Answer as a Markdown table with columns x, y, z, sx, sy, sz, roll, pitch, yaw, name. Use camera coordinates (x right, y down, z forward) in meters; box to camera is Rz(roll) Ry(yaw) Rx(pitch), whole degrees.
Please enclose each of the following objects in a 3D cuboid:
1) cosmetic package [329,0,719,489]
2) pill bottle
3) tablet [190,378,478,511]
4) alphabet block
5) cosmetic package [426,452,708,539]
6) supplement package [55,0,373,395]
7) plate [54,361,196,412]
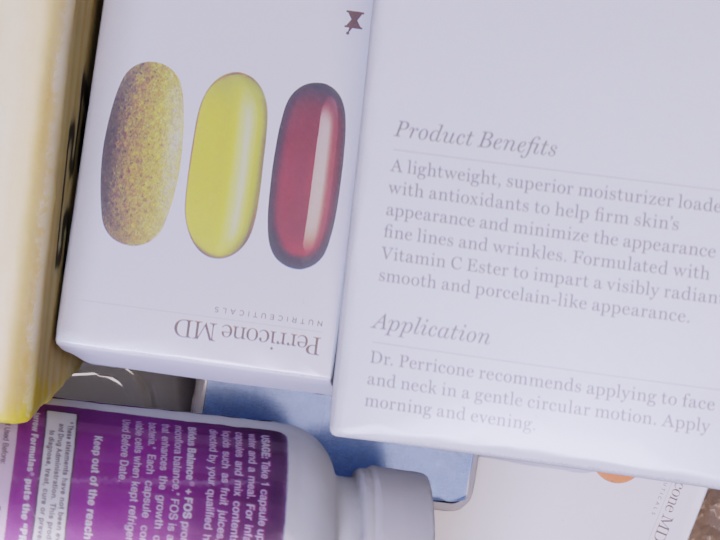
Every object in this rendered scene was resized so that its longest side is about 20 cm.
| x | y | z | sx | sy | sz | roll | pitch | yaw | name |
| --- | --- | --- | --- | --- | --- | --- | --- | --- | --- |
| 0.091 | -0.030 | 1.037 | 0.164 | 0.165 | 0.200 | 8 | 95 | 11 | cosmetic package |
| -0.074 | 0.114 | 1.077 | 0.200 | 0.112 | 0.113 | 7 | 95 | -8 | pill bottle |
| 0.000 | 0.000 | 1.138 | 0.130 | 0.014 | 0.200 | 8 | 94 | -12 | tablet |
| -0.201 | -0.059 | 1.037 | 0.195 | 0.196 | 0.200 | 8 | 95 | 2 | alphabet block |
| 0.057 | 0.139 | 1.184 | 0.151 | 0.052 | 0.200 | 22 | 87 | -3 | cosmetic package |
| -0.049 | -0.056 | 1.054 | 0.113 | 0.110 | 0.200 | 7 | 84 | 2 | supplement package |
| -0.157 | 0.113 | 1.137 | 0.200 | 0.032 | 0.200 | -5 | 79 | -11 | plate |
